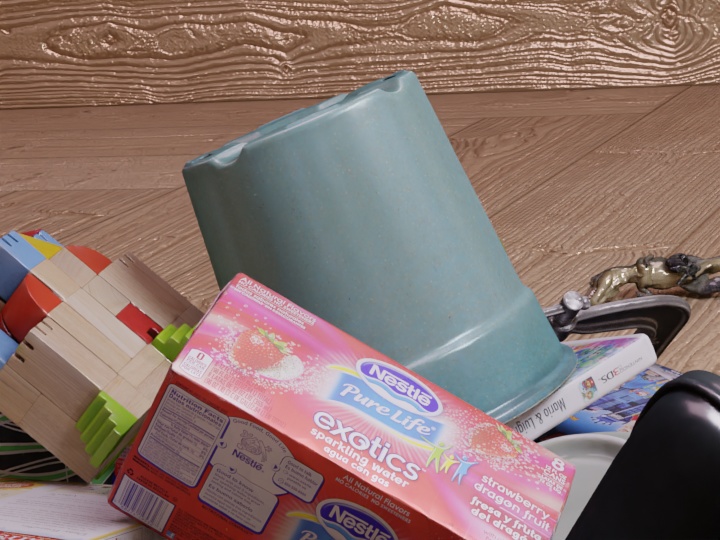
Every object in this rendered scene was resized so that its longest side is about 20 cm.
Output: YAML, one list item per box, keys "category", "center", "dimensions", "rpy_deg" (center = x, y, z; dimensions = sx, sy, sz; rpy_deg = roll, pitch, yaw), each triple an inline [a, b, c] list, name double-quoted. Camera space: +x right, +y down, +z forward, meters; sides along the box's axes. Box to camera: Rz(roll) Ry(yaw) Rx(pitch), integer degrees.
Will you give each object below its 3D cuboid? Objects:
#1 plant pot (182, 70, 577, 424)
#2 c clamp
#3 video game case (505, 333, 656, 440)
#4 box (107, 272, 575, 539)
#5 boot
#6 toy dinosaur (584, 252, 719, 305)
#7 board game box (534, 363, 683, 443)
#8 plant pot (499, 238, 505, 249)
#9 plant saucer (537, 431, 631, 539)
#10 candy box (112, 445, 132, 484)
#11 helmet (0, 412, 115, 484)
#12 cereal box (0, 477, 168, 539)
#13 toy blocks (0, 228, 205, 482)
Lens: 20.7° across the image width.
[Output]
- category: "plant pot"
  center: [0.000, 0.000, 1.151]
  dimensions: [0.199, 0.197, 0.200]
  rpy_deg: [-22, 7, 3]
- category: "c clamp"
  center: [0.143, 0.058, 1.381]
  dimensions: [0.170, 0.027, 0.200]
  rpy_deg: [-12, -24, -13]
- category: "video game case"
  center: [0.054, 0.091, 1.194]
  dimensions: [0.182, 0.024, 0.200]
  rpy_deg: [-28, 8, -31]
- category: "box"
  center: [-0.008, 0.105, 0.964]
  dimensions: [0.199, 0.100, 0.096]
  rpy_deg: [29, 36, 2]
- category: "boot"
  center: [0.089, 0.151, 0.848]
  dimensions: [0.168, 0.201, 0.076]
  rpy_deg: [-24, 53, -40]
- category: "toy dinosaur"
  center: [0.298, 0.003, 1.751]
  dimensions: [0.199, 0.048, 0.088]
  rpy_deg: [-5, 6, -13]
- category: "board game box"
  center: [0.146, 0.122, 1.248]
  dimensions: [0.199, 0.062, 0.200]
  rpy_deg: [-14, 17, -26]
- category: "plant pot"
  center: [0.014, 0.006, 1.619]
  dimensions: [0.199, 0.188, 0.187]
  rpy_deg: [5, 7, -24]
- category: "plant saucer"
  center: [0.115, 0.140, 1.071]
  dimensions: [0.199, 0.050, 0.200]
  rpy_deg: [-15, 28, 8]
- category: "candy box"
  center: [-0.076, 0.106, 1.375]
  dimensions: [0.169, 0.077, 0.200]
  rpy_deg: [6, 16, 42]
- category: "helmet"
  center: [-0.245, 0.106, 1.200]
  dimensions: [0.199, 0.201, 0.190]
  rpy_deg: [-16, 6, -39]
- category: "cereal box"
  center: [-0.170, 0.138, 0.993]
  dimensions: [0.143, 0.040, 0.200]
  rpy_deg: [2, 3, 21]
- category: "toy blocks"
  center: [-0.166, 0.033, 1.119]
  dimensions: [0.137, 0.100, 0.200]
  rpy_deg: [39, 22, 0]
